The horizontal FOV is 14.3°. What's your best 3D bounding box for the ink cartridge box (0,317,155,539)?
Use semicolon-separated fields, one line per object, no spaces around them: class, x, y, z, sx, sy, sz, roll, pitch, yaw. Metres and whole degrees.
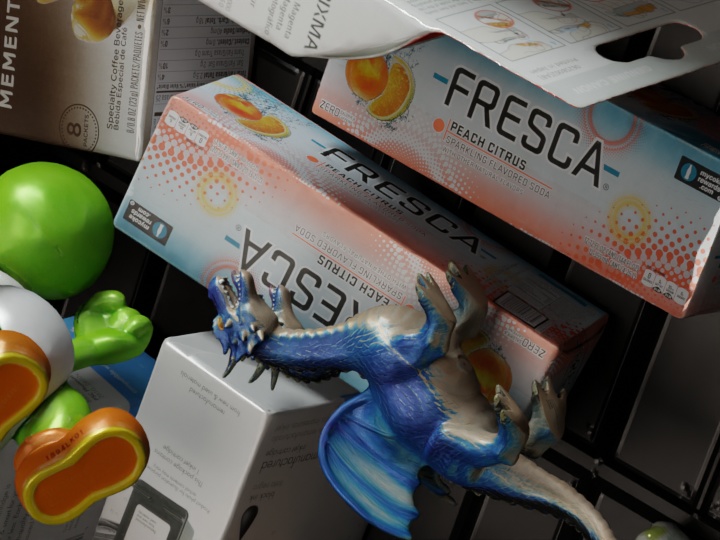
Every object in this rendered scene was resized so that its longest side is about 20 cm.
ink cartridge box;-0.182;0.100;1.278;0.068;0.200;0.116;36;121;27

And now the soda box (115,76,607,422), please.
soda box;0.000;0.000;1.206;0.200;0.064;0.069;34;113;15

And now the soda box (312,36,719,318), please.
soda box;0.079;-0.055;1.176;0.200;0.063;0.069;31;111;28

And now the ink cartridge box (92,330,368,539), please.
ink cartridge box;-0.060;0.126;1.261;0.068;0.116;0.201;33;113;29

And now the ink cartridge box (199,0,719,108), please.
ink cartridge box;0.047;-0.106;1.130;0.200;0.162;0.057;37;125;27

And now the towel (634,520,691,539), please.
towel;0.120;0.232;1.186;0.171;0.048;0.200;49;119;21

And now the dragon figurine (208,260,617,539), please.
dragon figurine;0.024;0.066;1.132;0.099;0.059;0.200;-41;83;26

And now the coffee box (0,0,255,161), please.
coffee box;-0.109;-0.157;1.289;0.114;0.080;0.201;14;103;34

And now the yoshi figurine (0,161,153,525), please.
yoshi figurine;-0.137;0.012;1.195;0.200;0.111;0.113;-122;33;-59
